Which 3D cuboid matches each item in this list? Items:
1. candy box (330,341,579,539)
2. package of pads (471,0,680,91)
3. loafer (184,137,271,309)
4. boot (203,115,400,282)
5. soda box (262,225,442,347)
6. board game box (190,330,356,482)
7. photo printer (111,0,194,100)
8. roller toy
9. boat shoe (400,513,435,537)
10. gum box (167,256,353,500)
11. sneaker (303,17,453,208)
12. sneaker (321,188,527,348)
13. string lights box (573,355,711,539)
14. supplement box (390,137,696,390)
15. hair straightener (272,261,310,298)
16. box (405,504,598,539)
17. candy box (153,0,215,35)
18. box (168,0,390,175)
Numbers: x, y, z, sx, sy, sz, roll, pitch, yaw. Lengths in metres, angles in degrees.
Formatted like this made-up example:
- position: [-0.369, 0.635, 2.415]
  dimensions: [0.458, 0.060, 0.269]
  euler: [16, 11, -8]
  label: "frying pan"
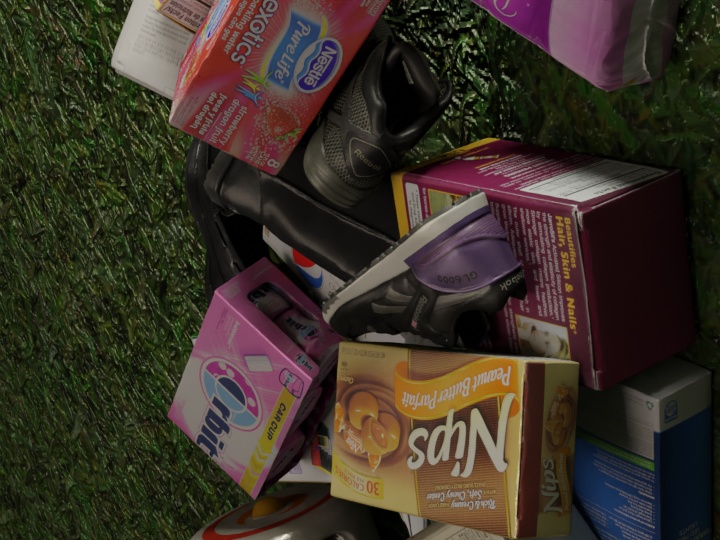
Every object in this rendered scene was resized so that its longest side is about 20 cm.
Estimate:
- position: [0.061, 0.113, 1.115]
  dimensions: [0.199, 0.055, 0.116]
  euler: [3, 90, 51]
  label: "candy box"
- position: [0.124, -0.213, 1.045]
  dimensions: [0.200, 0.075, 0.121]
  euler: [41, 139, 36]
  label: "package of pads"
- position: [-0.113, -0.045, 1.474]
  dimensions: [0.070, 0.068, 0.202]
  euler: [-30, 60, 35]
  label: "loafer"
- position: [-0.008, -0.083, 1.305]
  dimensions: [0.199, 0.066, 0.166]
  euler: [30, 91, 27]
  label: "boot"
- position: [0.000, 0.000, 1.349]
  dimensions: [0.200, 0.068, 0.064]
  euler: [46, 149, 31]
  label: "soda box"
- position: [-0.052, 0.119, 1.469]
  dimensions: [0.199, 0.040, 0.154]
  euler: [-4, 109, 39]
  label: "board game box"
- position: [-0.117, -0.233, 1.325]
  dimensions: [0.166, 0.069, 0.201]
  euler: [28, 98, 49]
  label: "photo printer"
- position: [-0.067, 0.279, 1.512]
  dimensions: [0.181, 0.200, 0.141]
  euler: [-17, 96, 22]
  label: "roller toy"
- position: [0.066, 0.188, 1.382]
  dimensions: [0.067, 0.073, 0.202]
  euler: [169, 91, -71]
  label: "boat shoe"
- position: [-0.086, 0.093, 1.391]
  dimensions: [0.113, 0.066, 0.201]
  euler: [41, 139, 15]
  label: "gum box"
- position: [0.021, -0.143, 1.190]
  dimensions: [0.076, 0.200, 0.114]
  euler: [37, 125, -21]
  label: "sneaker"
- position: [0.042, 0.025, 1.119]
  dimensions: [0.088, 0.076, 0.200]
  euler: [57, 147, 4]
  label: "sneaker"
- position: [0.198, 0.156, 1.166]
  dimensions: [0.103, 0.059, 0.201]
  euler: [24, 127, 47]
  label: "string lights box"
- position: [0.126, -0.012, 1.134]
  dimensions: [0.199, 0.103, 0.132]
  euler: [17, 121, 51]
  label: "supplement box"
- position: [-0.041, 0.086, 1.488]
  dimensions: [0.077, 0.041, 0.201]
  euler: [-9, 100, 57]
  label: "hair straightener"
- position: [0.082, 0.231, 1.215]
  dimensions: [0.095, 0.078, 0.200]
  euler: [55, 136, 5]
  label: "box"
- position: [-0.086, -0.287, 1.212]
  dimensions: [0.200, 0.056, 0.117]
  euler: [-43, 43, 23]
  label: "candy box"
- position: [-0.051, -0.183, 1.154]
  dimensions: [0.200, 0.095, 0.100]
  euler: [-55, 19, 30]
  label: "box"
